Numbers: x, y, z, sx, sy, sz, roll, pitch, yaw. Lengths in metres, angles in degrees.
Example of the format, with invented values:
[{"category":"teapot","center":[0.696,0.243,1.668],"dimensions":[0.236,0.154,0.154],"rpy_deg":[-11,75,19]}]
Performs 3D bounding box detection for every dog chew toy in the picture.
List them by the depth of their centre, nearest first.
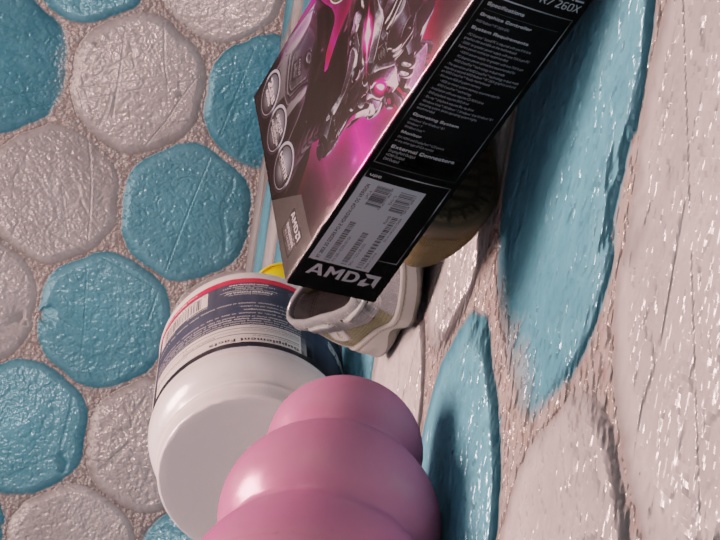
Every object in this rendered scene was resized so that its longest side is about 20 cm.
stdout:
[{"category":"dog chew toy","center":[-0.016,0.128,0.809],"dimensions":[0.200,0.124,0.125],"rpy_deg":[-76,1,-50]}]

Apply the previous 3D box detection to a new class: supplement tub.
[{"category":"supplement tub","center":[-0.079,0.099,1.232],"dimensions":[0.200,0.140,0.141],"rpy_deg":[-97,17,-66]}]

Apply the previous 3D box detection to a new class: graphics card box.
[{"category":"graphics card box","center":[0.022,-0.097,0.737],"dimensions":[0.200,0.051,0.126],"rpy_deg":[-55,34,39]}]

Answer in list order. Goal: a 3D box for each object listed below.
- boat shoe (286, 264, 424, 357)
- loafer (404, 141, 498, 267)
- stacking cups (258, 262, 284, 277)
[{"category":"boat shoe","center":[0.000,-0.001,1.018],"dimensions":[0.202,0.065,0.075],"rpy_deg":[118,159,-70]},{"category":"loafer","center":[0.026,-0.085,0.862],"dimensions":[0.067,0.076,0.200],"rpy_deg":[116,162,-49]},{"category":"stacking cups","center":[-0.059,0.053,1.526],"dimensions":[0.200,0.060,0.061],"rpy_deg":[-115,33,-69]}]
